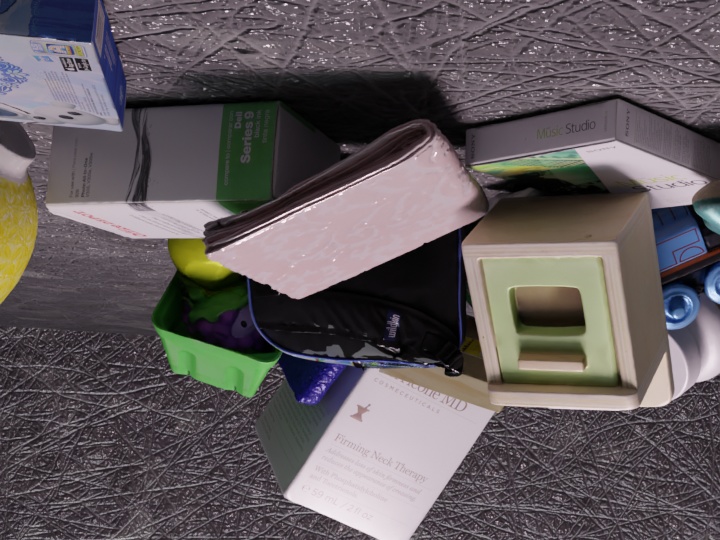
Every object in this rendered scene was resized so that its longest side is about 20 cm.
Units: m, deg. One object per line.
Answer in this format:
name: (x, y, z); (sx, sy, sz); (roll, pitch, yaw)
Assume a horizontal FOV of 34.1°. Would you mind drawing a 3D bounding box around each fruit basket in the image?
fruit basket: (-0.126, -0.003, 1.199); (0.155, 0.216, 0.216); (18, 172, 4)

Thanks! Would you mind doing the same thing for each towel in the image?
towel: (-0.022, 0.036, 1.253); (0.050, 0.200, 0.148); (33, -174, -18)
towel: (-0.005, -0.041, 0.911); (0.191, 0.032, 0.200); (-24, 163, 11)

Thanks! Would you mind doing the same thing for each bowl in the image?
bowl: (-0.312, -0.078, 0.893); (0.108, 0.200, 0.200); (-43, 159, 9)

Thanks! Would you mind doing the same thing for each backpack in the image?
backpack: (0.000, 0.000, 1.101); (0.200, 0.183, 0.147); (0, -176, 7)

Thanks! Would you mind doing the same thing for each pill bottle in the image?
pill bottle: (0.340, 0.042, 1.179); (0.200, 0.116, 0.116); (-33, -165, -35)

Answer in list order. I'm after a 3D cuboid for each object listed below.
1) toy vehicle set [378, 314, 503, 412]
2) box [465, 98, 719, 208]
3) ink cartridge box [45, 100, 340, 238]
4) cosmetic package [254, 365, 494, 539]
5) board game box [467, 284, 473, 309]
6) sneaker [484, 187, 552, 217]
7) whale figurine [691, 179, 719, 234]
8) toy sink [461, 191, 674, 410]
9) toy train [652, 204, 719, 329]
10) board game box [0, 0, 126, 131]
toy vehicle set: (0.109, 0.087, 1.218); (0.124, 0.027, 0.200); (18, -164, 15)
box: (0.202, -0.086, 0.938); (0.200, 0.036, 0.144); (13, 167, -42)
ink cartridge box: (-0.134, -0.078, 0.965); (0.200, 0.084, 0.146); (0, 171, 18)
cosmetic package: (0.012, 0.165, 1.323); (0.167, 0.200, 0.166); (29, -170, -24)
board game box: (0.152, 0.013, 1.353); (0.029, 0.135, 0.200); (-46, 151, 16)
sneaker: (0.223, -0.042, 1.127); (0.200, 0.075, 0.081); (6, 162, -17)
whale figurine: (0.354, -0.043, 0.871); (0.200, 0.104, 0.159); (-11, 167, 21)
toy sink: (0.175, 0.048, 0.975); (0.130, 0.200, 0.112); (0, -155, 28)
toy train: (0.264, -0.008, 1.062); (0.200, 0.114, 0.087); (-24, -154, 8)
board game box: (-0.257, -0.140, 0.742); (0.199, 0.043, 0.200); (4, 172, -6)
